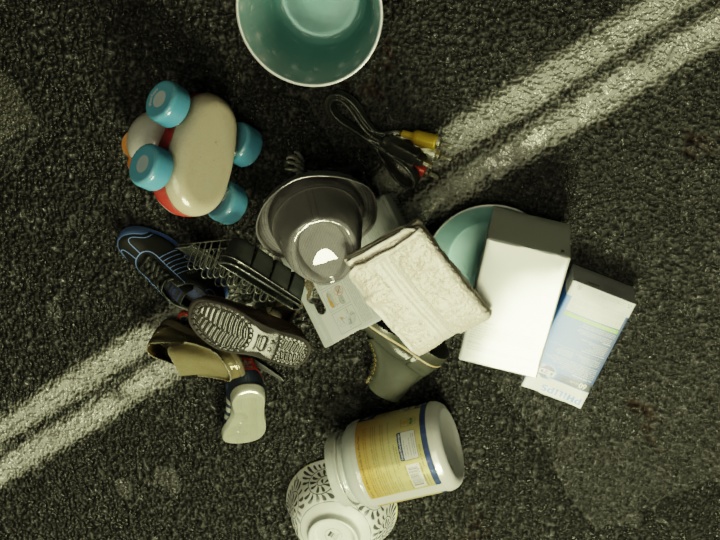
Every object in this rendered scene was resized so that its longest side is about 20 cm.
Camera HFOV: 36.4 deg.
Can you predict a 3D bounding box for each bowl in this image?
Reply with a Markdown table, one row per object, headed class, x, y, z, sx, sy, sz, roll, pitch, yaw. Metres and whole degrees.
| class | x | y | z | sx | sy | sz | roll | pitch | yaw |
| --- | --- | --- | --- | --- | --- | --- | --- | --- | --- |
| bowl | -0.040 | 0.432 | 1.881 | 0.199 | 0.094 | 0.202 | 4 | 117 | 8 |
| bowl | -0.061 | -0.360 | 1.481 | 0.199 | 0.105 | 0.202 | 4 | 116 | 7 |

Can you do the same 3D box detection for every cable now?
| class | x | y | z | sx | sy | sz | roll | pitch | yaw |
| --- | --- | --- | --- | --- | --- | --- | --- | --- | --- |
| cable | 0.035 | -0.191 | 1.599 | 0.199 | 0.050 | 0.097 | 31 | 135 | 7 |

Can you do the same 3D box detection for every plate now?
| class | x | y | z | sx | sy | sz | roll | pitch | yaw |
| --- | --- | --- | --- | --- | --- | --- | --- | --- | --- |
| plate | 0.198 | -0.011 | 1.658 | 0.198 | 0.026 | 0.202 | 3 | 117 | 7 |

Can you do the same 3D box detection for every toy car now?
| class | x | y | z | sx | sy | sz | roll | pitch | yaw |
| --- | --- | --- | --- | --- | --- | --- | --- | --- | --- |
| toy car | -0.281 | -0.167 | 1.593 | 0.199 | 0.184 | 0.179 | 5 | 77 | 40 |

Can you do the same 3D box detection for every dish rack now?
| class | x | y | z | sx | sy | sz | roll | pitch | yaw |
| --- | --- | --- | --- | --- | --- | --- | --- | --- | --- |
| dish rack | -0.187 | 0.003 | 1.644 | 0.153 | 0.055 | 0.199 | 35 | 157 | -34 |

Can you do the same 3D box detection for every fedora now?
| class | x | y | z | sx | sy | sz | roll | pitch | yaw |
| --- | --- | --- | --- | --- | --- | --- | --- | --- | --- |
| fedora | -0.055 | -0.046 | 1.528 | 0.175 | 0.091 | 0.201 | -10 | 143 | -7 |

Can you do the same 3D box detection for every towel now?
| class | x | y | z | sx | sy | sz | roll | pitch | yaw |
| --- | --- | --- | --- | --- | --- | --- | --- | --- | --- |
| towel | 0.079 | 0.027 | 1.512 | 0.132 | 0.035 | 0.200 | -29 | 121 | 23 |

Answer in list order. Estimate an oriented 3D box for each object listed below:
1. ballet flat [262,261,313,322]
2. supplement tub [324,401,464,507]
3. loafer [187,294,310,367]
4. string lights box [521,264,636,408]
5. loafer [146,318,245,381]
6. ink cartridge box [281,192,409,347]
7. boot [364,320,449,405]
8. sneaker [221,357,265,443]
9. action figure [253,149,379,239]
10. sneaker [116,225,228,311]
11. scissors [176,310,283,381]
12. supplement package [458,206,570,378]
| class | x | y | z | sx | sy | sz | roll | pitch | yaw |
| --- | --- | --- | --- | --- | --- | --- | --- | --- | --- |
| ballet flat | -0.129 | 0.059 | 1.735 | 0.067 | 0.046 | 0.201 | 29 | 117 | -6 |
| supplement tub | 0.055 | 0.301 | 1.770 | 0.198 | 0.145 | 0.145 | -16 | 113 | 16 |
| loafer | -0.173 | 0.090 | 1.690 | 0.199 | 0.071 | 0.073 | 25 | 108 | -17 |
| string lights box | 0.330 | 0.102 | 1.673 | 0.102 | 0.059 | 0.201 | 21 | 118 | -1 |
| loafer | -0.263 | 0.138 | 1.739 | 0.199 | 0.067 | 0.076 | 15 | 137 | 40 |
| ink cartridge box | 0.000 | 0.000 | 1.652 | 0.199 | 0.057 | 0.164 | -30 | 83 | 26 |
| boot | 0.021 | 0.125 | 1.732 | 0.199 | 0.078 | 0.139 | 36 | 121 | -8 |
| sneaker | -0.192 | 0.215 | 1.815 | 0.074 | 0.085 | 0.201 | 0 | 145 | -16 |
| action figure | -0.080 | -0.114 | 1.605 | 0.199 | 0.120 | 0.102 | -21 | 141 | 11 |
| sneaker | -0.299 | 0.004 | 1.719 | 0.199 | 0.078 | 0.070 | 31 | 117 | -7 |
| scissors | -0.216 | 0.130 | 1.806 | 0.073 | 0.014 | 0.200 | -38 | 106 | 22 |
| supplement package | 0.224 | 0.030 | 1.592 | 0.120 | 0.120 | 0.202 | 14 | 118 | 5 |
